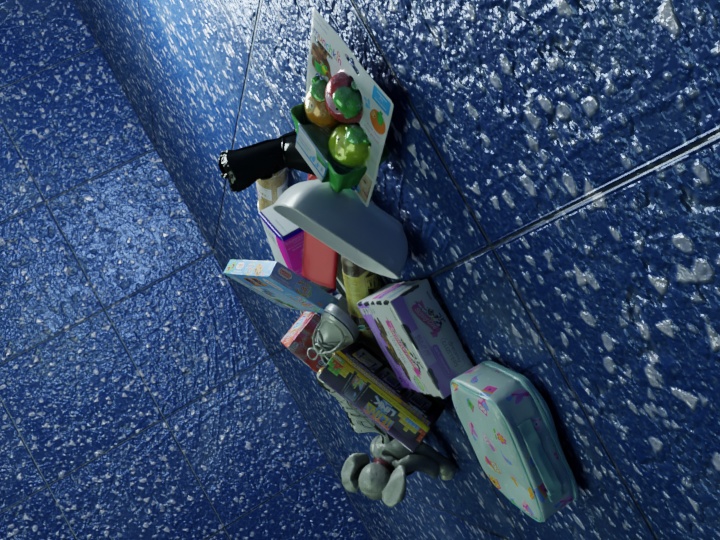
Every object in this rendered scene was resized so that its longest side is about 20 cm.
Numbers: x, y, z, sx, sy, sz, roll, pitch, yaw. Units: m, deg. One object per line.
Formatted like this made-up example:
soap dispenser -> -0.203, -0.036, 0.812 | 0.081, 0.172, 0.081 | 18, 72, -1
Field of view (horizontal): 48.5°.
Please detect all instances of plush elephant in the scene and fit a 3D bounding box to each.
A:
plush elephant -> 0.060, 0.387, 1.544 | 0.164, 0.155, 0.200 | 18, 161, 46

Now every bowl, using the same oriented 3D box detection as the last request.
bowl -> -0.025, -0.072, 1.181 | 0.199, 0.075, 0.200 | 31, 175, -15

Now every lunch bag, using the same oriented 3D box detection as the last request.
lunch bag -> 0.208, 0.226, 1.063 | 0.201, 0.077, 0.160 | 65, 163, -13

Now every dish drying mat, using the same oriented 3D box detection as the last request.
dish drying mat -> -0.067, -0.070, 1.365 | 0.076, 0.018, 0.201 | 20, 118, 30

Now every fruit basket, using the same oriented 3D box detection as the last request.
fruit basket -> -0.029, -0.205, 1.039 | 0.186, 0.093, 0.200 | 55, 160, 23

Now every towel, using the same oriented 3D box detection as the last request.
towel -> 0.039, 0.150, 1.474 | 0.147, 0.022, 0.200 | 42, 161, -13

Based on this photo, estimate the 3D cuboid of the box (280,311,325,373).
box -> -0.061, 0.182, 1.696 | 0.200, 0.096, 0.100 | 41, 173, -13

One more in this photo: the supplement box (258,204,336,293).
supplement box -> -0.116, -0.039, 1.597 | 0.101, 0.103, 0.201 | 46, 157, 41

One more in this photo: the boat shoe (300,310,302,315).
boat shoe -> -0.120, 0.066, 1.797 | 0.202, 0.086, 0.075 | 27, 144, 65

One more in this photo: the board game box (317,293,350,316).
board game box -> -0.018, 0.102, 1.580 | 0.126, 0.035, 0.200 | 41, 167, -8

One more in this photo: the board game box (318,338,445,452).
board game box -> 0.041, 0.209, 1.364 | 0.200, 0.057, 0.165 | 37, -167, 11

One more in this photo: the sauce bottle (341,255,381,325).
sauce bottle -> 0.000, 0.000, 1.349 | 0.065, 0.064, 0.201 | 44, 151, 47

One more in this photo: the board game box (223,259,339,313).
board game box -> -0.152, 0.030, 1.506 | 0.151, 0.037, 0.200 | 33, 165, -30

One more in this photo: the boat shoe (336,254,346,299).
boat shoe -> -0.045, -0.024, 1.444 | 0.201, 0.075, 0.060 | 64, 159, -8

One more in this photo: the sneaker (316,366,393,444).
sneaker -> -0.004, 0.248, 1.432 | 0.199, 0.088, 0.076 | 32, -164, -15

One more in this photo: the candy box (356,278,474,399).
candy box -> 0.084, 0.105, 1.255 | 0.169, 0.071, 0.200 | 61, 166, -4

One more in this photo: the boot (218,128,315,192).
boot -> -0.131, -0.169, 1.281 | 0.200, 0.167, 0.077 | 36, 145, 58

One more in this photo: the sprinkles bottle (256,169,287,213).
sprinkles bottle -> -0.181, -0.171, 1.639 | 0.068, 0.068, 0.200 | 56, 164, 18

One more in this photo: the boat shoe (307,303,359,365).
boat shoe -> -0.057, 0.130, 1.441 | 0.074, 0.086, 0.202 | 37, 161, 11
